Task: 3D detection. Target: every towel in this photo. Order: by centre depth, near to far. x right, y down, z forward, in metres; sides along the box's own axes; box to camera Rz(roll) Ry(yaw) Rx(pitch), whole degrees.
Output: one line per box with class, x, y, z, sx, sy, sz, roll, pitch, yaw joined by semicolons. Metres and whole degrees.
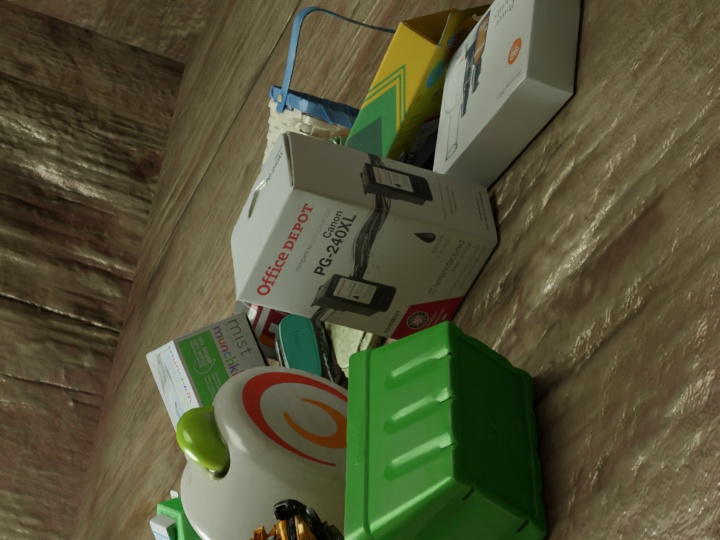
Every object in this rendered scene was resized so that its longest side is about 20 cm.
towel;0.002;0.021;1.671;0.200;0.036;0.149;-113;44;-69

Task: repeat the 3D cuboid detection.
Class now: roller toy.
roller toy;-0.065;0.192;1.426;0.182;0.200;0.140;-28;-34;-60

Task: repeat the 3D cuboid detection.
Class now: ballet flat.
ballet flat;-0.048;0.141;1.658;0.074;0.074;0.201;127;145;-51

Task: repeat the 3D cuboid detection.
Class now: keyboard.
keyboard;0.022;-0.065;1.507;0.200;0.021;0.127;-51;-11;-13

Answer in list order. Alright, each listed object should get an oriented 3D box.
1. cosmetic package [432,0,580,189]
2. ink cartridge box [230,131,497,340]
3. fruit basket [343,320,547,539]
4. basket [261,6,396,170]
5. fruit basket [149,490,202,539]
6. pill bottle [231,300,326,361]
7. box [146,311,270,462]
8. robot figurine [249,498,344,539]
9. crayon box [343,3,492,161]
cosmetic package;0.130;-0.173;1.398;0.200;0.052;0.151;130;152;-55
ink cartridge box;-0.001;-0.025;1.390;0.084;0.199;0.145;-98;29;-47
fruit basket;0.041;0.169;1.161;0.216;0.155;0.216;-42;29;30
basket;-0.013;-0.177;1.714;0.139;0.176;0.201;25;104;59
fruit basket;-0.167;0.347;1.711;0.185;0.093;0.201;176;86;-68
pill bottle;-0.071;0.000;1.814;0.113;0.113;0.201;-120;50;-71
box;-0.151;0.162;1.767;0.201;0.096;0.176;68;161;0
robot figurine;-0.028;0.271;1.192;0.058;0.200;0.145;-23;35;18
crayon box;0.060;-0.187;1.558;0.127;0.051;0.200;-26;-33;-58
